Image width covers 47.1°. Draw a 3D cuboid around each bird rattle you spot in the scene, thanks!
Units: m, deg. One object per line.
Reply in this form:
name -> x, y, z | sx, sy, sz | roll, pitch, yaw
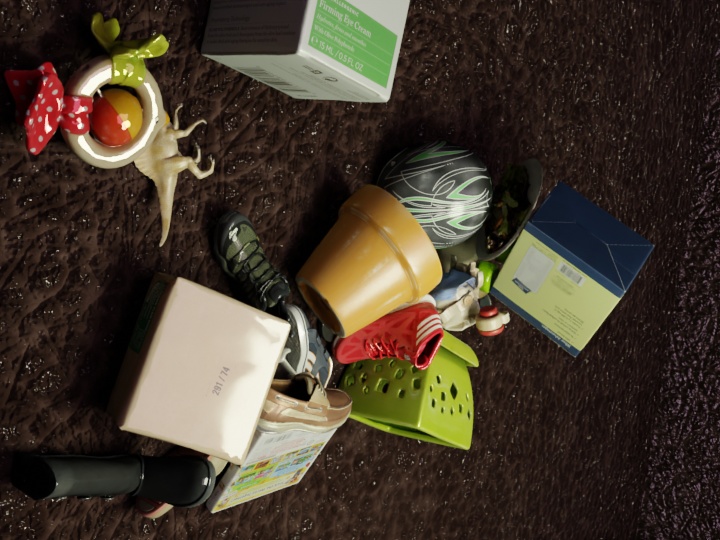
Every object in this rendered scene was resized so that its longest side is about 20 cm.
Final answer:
bird rattle -> -0.293, -0.189, 0.942 | 0.201, 0.111, 0.165 | -53, 142, -25

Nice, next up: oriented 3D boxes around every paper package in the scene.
paper package -> -0.215, 0.130, 1.093 | 0.188, 0.103, 0.205 | 25, 81, -31

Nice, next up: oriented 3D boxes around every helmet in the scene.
helmet -> 0.131, -0.132, 1.451 | 0.190, 0.195, 0.205 | -39, 131, -60

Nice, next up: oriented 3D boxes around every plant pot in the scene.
plant pot -> 0.092, 0.198, 1.485 | 0.199, 0.195, 0.186 | 31, 70, -50
plant pot -> 0.000, 0.000, 1.323 | 0.182, 0.199, 0.202 | -40, 131, -16

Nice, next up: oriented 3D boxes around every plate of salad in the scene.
plate of salad -> 0.255, -0.113, 1.471 | 0.047, 0.199, 0.204 | 27, 76, -15

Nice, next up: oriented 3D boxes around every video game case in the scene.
video game case -> -0.127, 0.289, 1.289 | 0.198, 0.023, 0.184 | -4, 135, -52

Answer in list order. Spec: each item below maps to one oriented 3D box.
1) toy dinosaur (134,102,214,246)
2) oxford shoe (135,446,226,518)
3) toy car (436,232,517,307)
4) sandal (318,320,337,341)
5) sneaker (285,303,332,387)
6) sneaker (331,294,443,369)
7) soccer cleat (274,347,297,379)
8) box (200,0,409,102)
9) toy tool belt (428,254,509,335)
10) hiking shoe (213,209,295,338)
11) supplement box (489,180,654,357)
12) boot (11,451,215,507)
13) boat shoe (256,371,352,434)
toy dinosaur -> -0.246, -0.141, 1.071 | 0.099, 0.058, 0.206 | -13, 103, -34
oxford shoe -> -0.235, 0.288, 1.184 | 0.200, 0.069, 0.076 | -43, 137, -35
toy car -> 0.209, 0.016, 1.619 | 0.158, 0.162, 0.203 | -46, 145, -33
sandal -> 0.002, 0.052, 1.439 | 0.200, 0.044, 0.076 | -48, 134, -33
sneaker -> -0.093, 0.131, 1.315 | 0.079, 0.078, 0.204 | -29, 133, -38
sneaker -> 0.047, 0.123, 1.373 | 0.197, 0.117, 0.079 | -30, 131, 9
soccer cleat -> -0.123, 0.202, 1.276 | 0.070, 0.084, 0.204 | -63, 146, -53
box -> -0.069, -0.340, 1.108 | 0.197, 0.197, 0.176 | 13, 88, -51
toy tool belt -> 0.163, 0.035, 1.449 | 0.123, 0.198, 0.126 | -25, 114, -35
hiking shoe -> -0.143, 0.004, 1.193 | 0.076, 0.099, 0.203 | -45, 132, -35
supplement box -> 0.364, -0.001, 1.447 | 0.134, 0.198, 0.202 | -43, 163, -35
boot -> -0.301, 0.254, 1.018 | 0.198, 0.162, 0.067 | 25, 62, -51
boat shoe -> -0.079, 0.190, 1.209 | 0.198, 0.075, 0.073 | 3, 116, -50
